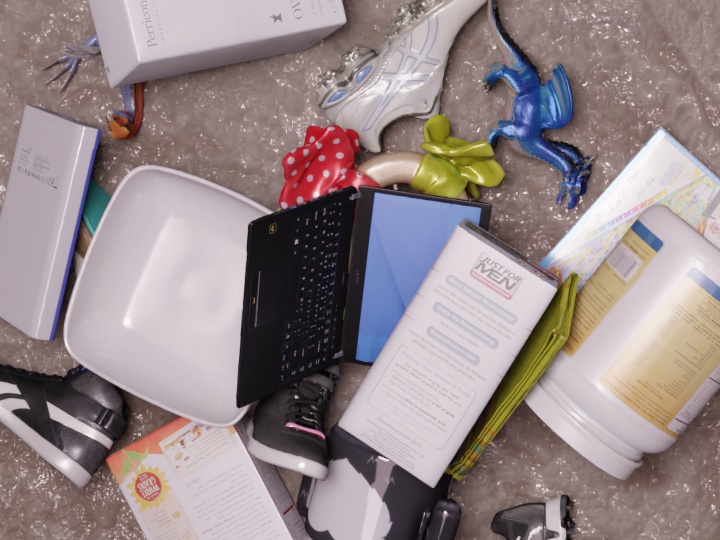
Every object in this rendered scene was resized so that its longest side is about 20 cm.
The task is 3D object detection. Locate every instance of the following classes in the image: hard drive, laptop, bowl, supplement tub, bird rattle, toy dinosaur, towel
[{"bbox_3d":[-0.307,-0.049,1.398,0.131,0.025,0.202,22,100,50],"label":"hard drive"},{"bbox_3d":[0.001,0.029,1.251,0.103,0.199,0.179,27,123,35],"label":"laptop"},{"bbox_3d":[-0.150,0.021,1.325,0.198,0.075,0.202,24,94,11],"label":"bowl"},{"bbox_3d":[0.242,0.061,1.242,0.144,0.145,0.201,39,100,6],"label":"supplement tub"},{"bbox_3d":[0.029,-0.056,1.299,0.198,0.113,0.165,-10,96,-11],"label":"bird rattle"},{"bbox_3d":[-0.220,-0.225,1.381,0.198,0.105,0.183,-24,107,1],"label":"toy dinosaur"},{"bbox_3d":[0.128,0.091,1.253,0.018,0.086,0.201,25,130,-7],"label":"towel"}]

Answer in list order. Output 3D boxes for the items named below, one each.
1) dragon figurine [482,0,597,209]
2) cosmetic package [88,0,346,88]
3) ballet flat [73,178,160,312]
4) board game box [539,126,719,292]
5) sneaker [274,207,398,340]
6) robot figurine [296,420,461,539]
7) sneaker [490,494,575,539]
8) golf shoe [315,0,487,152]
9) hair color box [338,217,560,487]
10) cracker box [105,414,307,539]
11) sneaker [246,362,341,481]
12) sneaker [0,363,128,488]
[{"bbox_3d":[0.162,-0.156,1.321,0.098,0.059,0.202,-3,96,9],"label":"dragon figurine"},{"bbox_3d":[-0.142,-0.286,1.297,0.198,0.123,0.202,-15,91,-20],"label":"cosmetic package"},{"bbox_3d":[-0.231,0.004,1.414,0.200,0.068,0.072,48,120,1],"label":"ballet flat"},{"bbox_3d":[0.254,-0.010,1.327,0.134,0.034,0.200,42,100,6],"label":"board game box"},{"bbox_3d":[0.000,0.000,1.356,0.199,0.077,0.084,36,103,5],"label":"sneaker"},{"bbox_3d":[0.015,0.212,1.340,0.124,0.150,0.202,14,96,-11],"label":"robot figurine"},{"bbox_3d":[0.157,0.309,1.354,0.089,0.066,0.202,-3,89,14],"label":"sneaker"},{"bbox_3d":[0.055,-0.192,1.345,0.199,0.078,0.097,-38,103,16],"label":"golf shoe"},{"bbox_3d":[0.075,0.068,1.233,0.098,0.061,0.201,32,103,5],"label":"hair color box"},{"bbox_3d":[-0.137,0.235,1.407,0.133,0.058,0.201,-28,87,12],"label":"cracker box"},{"bbox_3d":[-0.055,0.123,1.319,0.070,0.200,0.100,23,92,-13],"label":"sneaker"},{"bbox_3d":[-0.305,0.115,1.433,0.199,0.073,0.112,34,73,23],"label":"sneaker"}]
